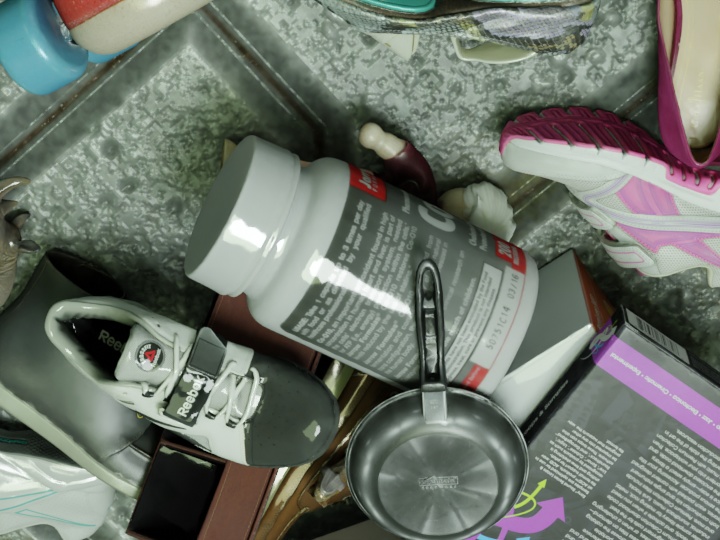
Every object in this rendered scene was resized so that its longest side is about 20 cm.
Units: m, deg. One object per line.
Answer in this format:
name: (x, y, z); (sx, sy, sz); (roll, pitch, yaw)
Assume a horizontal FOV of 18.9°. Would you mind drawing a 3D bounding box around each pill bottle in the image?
pill bottle: (0.000, 0.000, 1.348); (0.199, 0.114, 0.114); (26, 111, -15)

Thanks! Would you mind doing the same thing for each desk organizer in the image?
desk organizer: (-0.083, 0.094, 1.421); (0.076, 0.072, 0.201); (21, 81, -5)

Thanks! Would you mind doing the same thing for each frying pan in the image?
frying pan: (0.059, 0.093, 1.319); (0.114, 0.031, 0.191); (17, 118, -8)

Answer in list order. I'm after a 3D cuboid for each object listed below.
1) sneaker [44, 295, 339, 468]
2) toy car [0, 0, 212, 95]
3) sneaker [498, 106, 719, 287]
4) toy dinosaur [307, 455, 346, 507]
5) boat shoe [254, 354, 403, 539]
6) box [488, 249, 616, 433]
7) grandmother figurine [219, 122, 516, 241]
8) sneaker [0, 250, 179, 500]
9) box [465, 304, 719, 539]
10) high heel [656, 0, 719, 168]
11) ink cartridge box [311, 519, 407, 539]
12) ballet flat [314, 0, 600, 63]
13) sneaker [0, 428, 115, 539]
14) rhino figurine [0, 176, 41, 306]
sneaker: (-0.111, 0.069, 1.345); (0.199, 0.088, 0.075); (19, 88, 18)
toy car: (-0.148, -0.239, 1.283); (0.183, 0.177, 0.201); (-25, 99, 23)
sneaker: (0.179, -0.042, 1.405); (0.199, 0.081, 0.089); (19, 110, -7)
toy dinosaur: (0.053, 0.108, 1.460); (0.199, 0.061, 0.107); (-8, 146, -26)
boat shoe: (-0.028, 0.135, 1.485); (0.068, 0.072, 0.201); (27, 111, -10)
box: (0.161, 0.108, 1.446); (0.097, 0.125, 0.200); (-33, 110, 13)
grandmother figurine: (0.005, -0.044, 1.420); (0.198, 0.061, 0.122); (8, 133, -7)
sneaker: (-0.157, 0.078, 1.459); (0.199, 0.075, 0.107); (32, 109, -12)
box: (0.161, 0.138, 1.372); (0.142, 0.036, 0.200); (34, 109, -12)
high heel: (0.214, -0.166, 1.343); (0.067, 0.096, 0.202); (-5, 113, 2)
ink cartridge box: (0.023, 0.274, 1.478); (0.145, 0.084, 0.201); (-19, 111, 2)
ballet flat: (0.051, -0.162, 1.364); (0.198, 0.072, 0.073); (5, 113, -1)
sneaker: (-0.265, 0.140, 1.488); (0.199, 0.071, 0.081); (15, 115, -7)
rhino figurine: (-0.278, 0.011, 1.436); (0.087, 0.060, 0.200); (30, 110, -31)
